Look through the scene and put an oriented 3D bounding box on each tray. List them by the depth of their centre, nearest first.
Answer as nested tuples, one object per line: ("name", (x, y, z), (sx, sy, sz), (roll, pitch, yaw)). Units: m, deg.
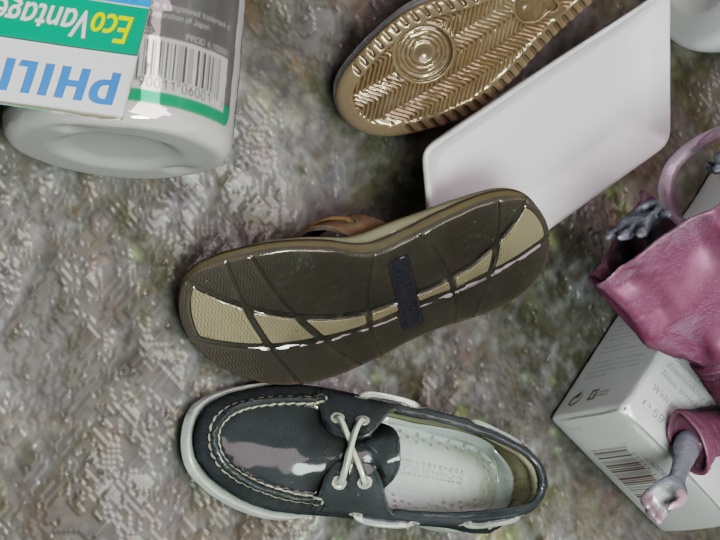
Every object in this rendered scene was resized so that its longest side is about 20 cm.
("tray", (0.099, -0.071, 1.528), (0.200, 0.022, 0.107), (-35, 136, -33))

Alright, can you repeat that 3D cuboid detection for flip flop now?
("flip flop", (0.000, 0.000, 1.444), (0.200, 0.058, 0.081), (-18, 119, -17))

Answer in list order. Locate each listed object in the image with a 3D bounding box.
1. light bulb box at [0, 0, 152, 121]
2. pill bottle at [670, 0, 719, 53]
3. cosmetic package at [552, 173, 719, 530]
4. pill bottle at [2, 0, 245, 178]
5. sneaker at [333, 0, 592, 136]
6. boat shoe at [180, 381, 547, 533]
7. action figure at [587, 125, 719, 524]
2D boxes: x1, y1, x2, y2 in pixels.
("light bulb box", (-0.172, -0.195, 1.244), (0.125, 0.198, 0.200), (6, 107, -32))
("pill bottle", (0.271, -0.180, 1.628), (0.200, 0.111, 0.111), (-1, 83, -34))
("cosmetic package", (0.204, 0.039, 1.572), (0.102, 0.074, 0.200), (45, 62, -19))
("pill bottle", (-0.110, -0.153, 1.368), (0.113, 0.113, 0.200), (13, 75, -32))
("sneaker", (0.060, -0.155, 1.516), (0.200, 0.112, 0.071), (-37, 120, 0))
("boat shoe", (0.005, 0.094, 1.436), (0.200, 0.060, 0.076), (7, 78, -33))
("action figure", (0.196, 0.044, 1.486), (0.200, 0.134, 0.149), (63, 14, -18))
